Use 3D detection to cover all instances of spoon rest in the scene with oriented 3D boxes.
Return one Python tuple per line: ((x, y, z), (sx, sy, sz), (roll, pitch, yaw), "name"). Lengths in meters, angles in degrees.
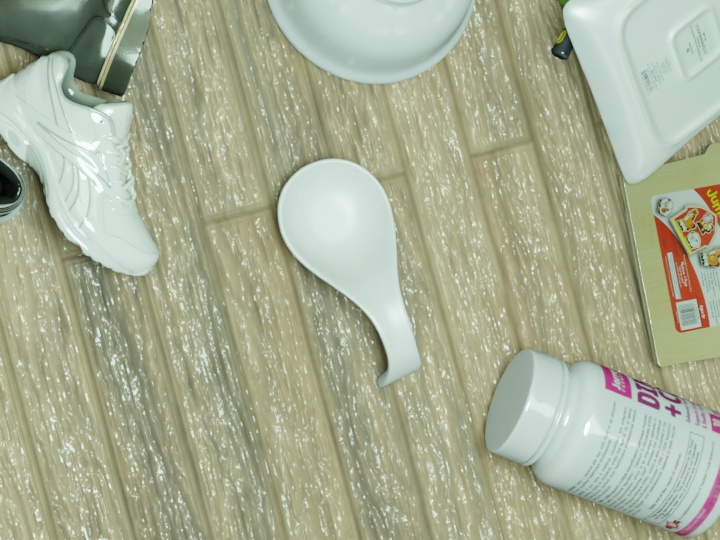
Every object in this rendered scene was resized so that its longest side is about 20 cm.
((0.000, 0.000, 1.640), (0.099, 0.061, 0.201), (-26, 93, -17), "spoon rest")

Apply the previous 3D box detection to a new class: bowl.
((0.020, -0.267, 1.655), (0.200, 0.090, 0.202), (1, 84, -15), "bowl")

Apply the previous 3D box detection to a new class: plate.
((0.283, -0.200, 1.674), (0.200, 0.032, 0.200), (-38, 127, -15), "plate")

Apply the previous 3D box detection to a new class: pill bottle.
((0.216, 0.146, 1.660), (0.199, 0.113, 0.114), (21, 80, -13), "pill bottle")

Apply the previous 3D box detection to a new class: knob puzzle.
((0.338, -0.017, 1.753), (0.218, 0.030, 0.221), (2, 84, -15), "knob puzzle")

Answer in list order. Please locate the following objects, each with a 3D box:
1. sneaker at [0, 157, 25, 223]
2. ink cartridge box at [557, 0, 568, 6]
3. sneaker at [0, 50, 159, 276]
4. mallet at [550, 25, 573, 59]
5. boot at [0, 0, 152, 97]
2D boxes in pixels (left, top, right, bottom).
((-0.355, -0.098, 1.519), (0.200, 0.115, 0.076), (20, 80, -13), "sneaker")
((0.239, -0.293, 1.728), (0.200, 0.076, 0.148), (38, 76, -16), "ink cartridge box")
((-0.215, -0.090, 1.562), (0.099, 0.078, 0.200), (-34, 97, 13), "sneaker")
((0.216, -0.272, 1.663), (0.041, 0.066, 0.200), (33, 92, -24), "mallet")
((-0.227, -0.261, 1.595), (0.138, 0.077, 0.201), (19, 79, -8), "boot")
